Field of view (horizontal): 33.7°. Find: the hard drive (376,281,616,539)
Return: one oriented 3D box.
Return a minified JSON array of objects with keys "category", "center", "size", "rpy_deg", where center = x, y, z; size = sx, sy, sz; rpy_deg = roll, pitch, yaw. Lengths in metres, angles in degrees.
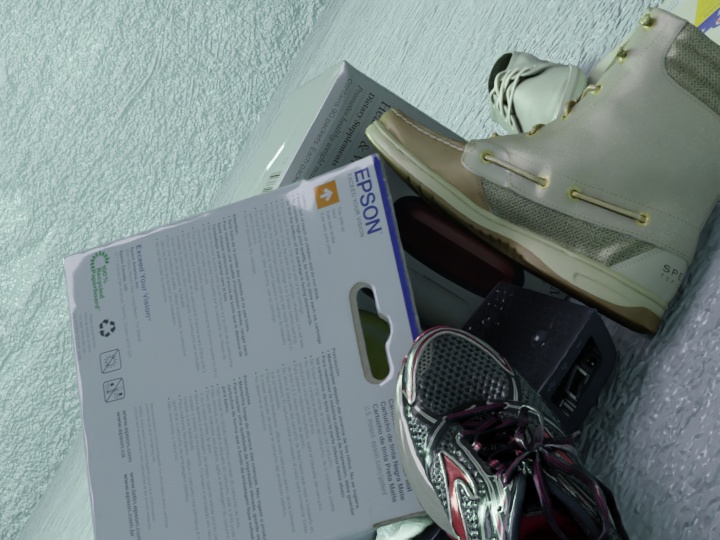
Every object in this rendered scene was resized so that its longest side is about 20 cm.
[{"category":"hard drive","center":[0.052,0.101,0.649],"size":[0.201,0.042,0.135],"rpy_deg":[-53,17,-6]}]

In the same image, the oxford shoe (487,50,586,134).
[{"category":"oxford shoe","center":[0.127,-0.126,0.888],"size":[0.200,0.057,0.076],"rpy_deg":[-93,21,-73]}]

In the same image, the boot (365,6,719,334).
[{"category":"boot","center":[0.114,-0.078,0.655],"size":[0.155,0.199,0.072],"rpy_deg":[-57,-24,2]}]

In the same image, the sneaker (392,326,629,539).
[{"category":"sneaker","center":[0.072,0.094,0.515],"size":[0.201,0.080,0.075],"rpy_deg":[-118,15,-44]}]

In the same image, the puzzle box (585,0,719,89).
[{"category":"puzzle box","center":[0.203,-0.132,0.739],"size":[0.200,0.025,0.134],"rpy_deg":[-43,21,49]}]

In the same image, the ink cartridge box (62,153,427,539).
[{"category":"ink cartridge box","center":[-0.057,0.058,0.641],"size":[0.198,0.041,0.201],"rpy_deg":[-17,68,13]}]

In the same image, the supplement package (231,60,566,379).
[{"category":"supplement package","center":[0.010,0.004,0.786],"size":[0.192,0.199,0.147],"rpy_deg":[-62,15,-6]}]
